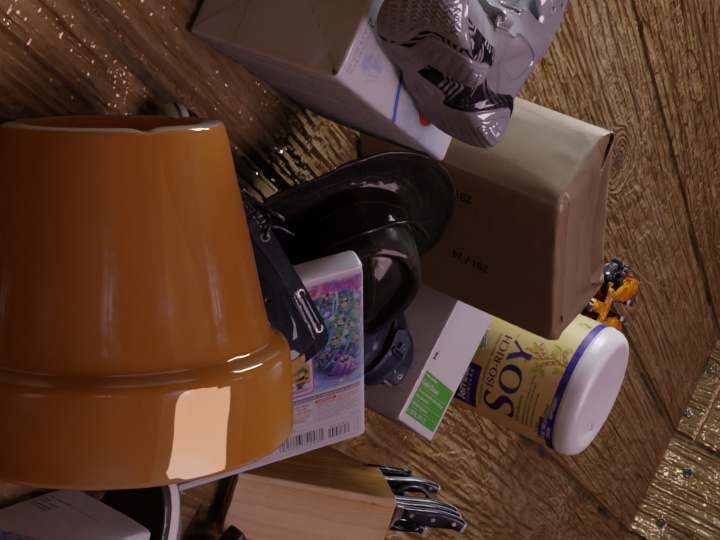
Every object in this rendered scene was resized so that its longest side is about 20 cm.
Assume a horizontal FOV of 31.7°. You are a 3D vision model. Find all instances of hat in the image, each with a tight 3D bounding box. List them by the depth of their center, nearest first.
[{"bbox_3d":[0.000,0.000,0.981,0.201,0.081,0.201,-18,151,-11],"label":"hat"}]

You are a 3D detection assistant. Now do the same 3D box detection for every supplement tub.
[{"bbox_3d":[0.172,0.097,1.373,0.145,0.200,0.145,-44,146,-40],"label":"supplement tub"}]

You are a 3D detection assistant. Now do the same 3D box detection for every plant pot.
[{"bbox_3d":[-0.140,0.005,0.730,0.200,0.200,0.183,-18,111,-58],"label":"plant pot"}]

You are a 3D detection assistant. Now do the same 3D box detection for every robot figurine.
[{"bbox_3d":[0.349,0.050,1.842,0.200,0.058,0.145,9,103,-65],"label":"robot figurine"}]

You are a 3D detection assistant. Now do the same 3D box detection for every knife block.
[{"bbox_3d":[-0.008,0.223,1.160,0.200,0.176,0.064,-5,115,-61],"label":"knife block"}]

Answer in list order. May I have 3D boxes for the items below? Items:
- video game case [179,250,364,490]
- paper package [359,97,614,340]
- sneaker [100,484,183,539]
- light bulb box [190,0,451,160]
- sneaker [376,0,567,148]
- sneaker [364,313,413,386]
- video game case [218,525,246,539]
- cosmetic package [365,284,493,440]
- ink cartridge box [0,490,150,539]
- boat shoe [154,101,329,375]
[{"bbox_3d":[-0.092,0.082,0.936,0.200,0.024,0.182,-15,133,-16],"label":"video game case"},{"bbox_3d":[0.113,-0.061,1.125,0.103,0.200,0.191,-49,150,-31],"label":"paper package"},{"bbox_3d":[-0.146,0.230,0.974,0.121,0.084,0.200,-11,125,-53],"label":"sneaker"},{"bbox_3d":[0.013,-0.208,0.896,0.200,0.125,0.198,23,90,-64],"label":"light bulb box"},{"bbox_3d":[0.076,-0.167,0.826,0.115,0.075,0.200,-61,159,-10],"label":"sneaker"},{"bbox_3d":[-0.023,0.099,1.141,0.202,0.077,0.146,-60,151,-17],"label":"sneaker"},{"bbox_3d":[-0.159,0.327,1.105,0.200,0.019,0.143,-49,155,-22],"label":"video game case"},{"bbox_3d":[0.067,0.055,1.270,0.200,0.085,0.108,-62,152,-6],"label":"cosmetic package"},{"bbox_3d":[-0.239,0.240,0.818,0.200,0.084,0.145,-9,115,-58],"label":"ink cartridge box"},{"bbox_3d":[-0.081,-0.021,0.843,0.062,0.075,0.200,-27,93,-26],"label":"boat shoe"}]
